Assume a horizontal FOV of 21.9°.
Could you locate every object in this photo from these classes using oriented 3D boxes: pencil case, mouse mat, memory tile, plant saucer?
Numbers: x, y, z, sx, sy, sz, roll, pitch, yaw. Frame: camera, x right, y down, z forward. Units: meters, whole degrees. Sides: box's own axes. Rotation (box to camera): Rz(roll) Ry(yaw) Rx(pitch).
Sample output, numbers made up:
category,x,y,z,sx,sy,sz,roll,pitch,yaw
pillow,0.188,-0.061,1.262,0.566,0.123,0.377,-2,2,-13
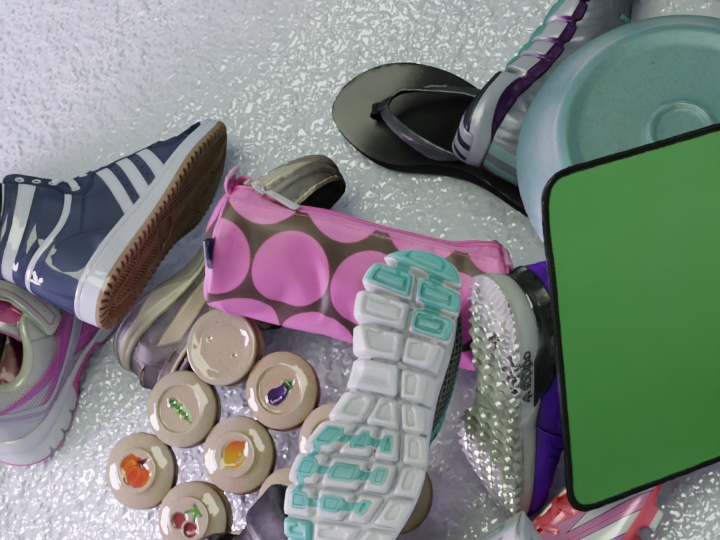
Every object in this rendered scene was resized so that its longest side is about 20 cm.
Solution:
category,x,y,z,sx,sy,sz,roll,pitch,yaw
pencil case,0.000,0.000,1.163,0.198,0.091,0.094,13,112,-2
mouse mat,0.174,0.024,1.039,0.160,0.202,0.008,-16,20,-25
memory tile,-0.061,0.134,1.179,0.200,0.017,0.154,39,98,21
plant saucer,0.191,-0.076,1.109,0.198,0.036,0.202,-4,64,8

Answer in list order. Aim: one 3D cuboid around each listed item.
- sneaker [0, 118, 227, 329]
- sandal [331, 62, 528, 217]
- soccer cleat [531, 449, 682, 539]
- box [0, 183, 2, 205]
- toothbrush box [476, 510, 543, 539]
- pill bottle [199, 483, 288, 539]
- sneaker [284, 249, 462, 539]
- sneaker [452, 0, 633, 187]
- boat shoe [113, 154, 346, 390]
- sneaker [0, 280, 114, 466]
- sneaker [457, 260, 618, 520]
category,x,y,z,sx,sy,sz,roll,pitch,yaw
sneaker,-0.172,-0.050,1.259,0.108,0.070,0.200,18,45,14
sandal,0.067,-0.094,1.241,0.199,0.043,0.076,22,78,28
soccer cleat,0.120,0.163,1.093,0.076,0.067,0.201,30,86,8
box,-0.319,0.022,1.290,0.106,0.148,0.201,13,74,27
toothbrush box,0.082,0.258,1.013,0.146,0.085,0.201,-34,91,6
pill bottle,-0.083,0.230,1.108,0.112,0.112,0.200,44,100,31
sneaker,0.019,0.094,1.069,0.077,0.091,0.201,16,72,20
sneaker,0.145,-0.124,1.206,0.087,0.075,0.200,36,68,9
boat shoe,-0.076,0.010,1.247,0.200,0.074,0.073,-46,69,9
sneaker,-0.219,0.030,1.280,0.081,0.088,0.201,11,73,26
sneaker,0.117,0.069,1.084,0.099,0.201,0.070,-21,50,-19
